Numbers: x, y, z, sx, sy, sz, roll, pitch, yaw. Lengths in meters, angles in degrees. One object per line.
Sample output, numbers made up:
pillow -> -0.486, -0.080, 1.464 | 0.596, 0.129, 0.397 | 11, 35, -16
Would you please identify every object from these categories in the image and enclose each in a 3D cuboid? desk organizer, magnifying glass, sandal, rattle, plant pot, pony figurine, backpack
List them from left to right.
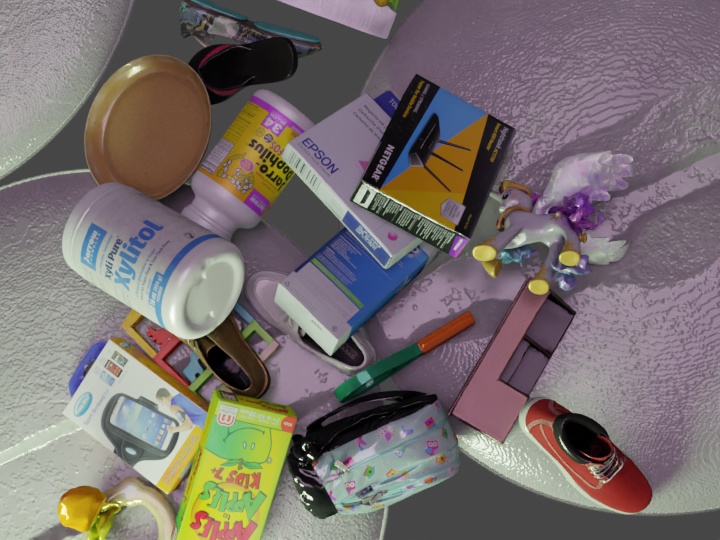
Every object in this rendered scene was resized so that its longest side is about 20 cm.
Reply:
rattle -> -0.269, 0.348, 1.575 | 0.130, 0.143, 0.200 | -29, 73, -18
plant pot -> -0.274, -0.183, 1.684 | 0.200, 0.027, 0.200 | -5, 78, 26
sandal -> -0.167, -0.260, 1.654 | 0.200, 0.045, 0.075 | -8, 98, 40
backpack -> 0.019, 0.224, 1.564 | 0.200, 0.167, 0.127 | -22, 96, -1
magnifying glass -> 0.055, 0.108, 1.614 | 0.200, 0.080, 0.022 | -28, 77, -10
desk organizer -> 0.191, 0.113, 1.595 | 0.077, 0.072, 0.200 | 30, 85, 7
pony figurine -> 0.234, -0.054, 1.563 | 0.193, 0.200, 0.167 | 4, 123, 12

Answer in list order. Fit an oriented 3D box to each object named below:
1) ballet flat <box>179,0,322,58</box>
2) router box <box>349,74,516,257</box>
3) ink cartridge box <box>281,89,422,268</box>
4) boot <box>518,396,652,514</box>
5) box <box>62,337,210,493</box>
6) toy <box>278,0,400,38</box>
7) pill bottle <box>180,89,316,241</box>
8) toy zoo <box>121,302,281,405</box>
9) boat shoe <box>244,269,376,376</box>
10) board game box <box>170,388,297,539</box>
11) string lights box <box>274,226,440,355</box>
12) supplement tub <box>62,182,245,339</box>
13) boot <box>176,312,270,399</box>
ballet flat -> -0.149, -0.306, 1.704 | 0.200, 0.074, 0.074 | 21, 84, 10
router box -> 0.092, -0.131, 1.580 | 0.149, 0.051, 0.200 | 28, 53, -4
ink cartridge box -> 0.037, -0.129, 1.616 | 0.200, 0.043, 0.196 | -37, 78, -30
boot -> 0.287, 0.230, 1.509 | 0.200, 0.144, 0.072 | 40, 83, -14
box -> -0.286, 0.177, 1.639 | 0.200, 0.041, 0.119 | 35, 98, 8
toy -> -0.039, -0.386, 1.708 | 0.200, 0.047, 0.115 | 20, 80, 5
pill bottle -> -0.147, -0.126, 1.649 | 0.104, 0.104, 0.200 | 35, 87, 10
toy zoo -> -0.218, 0.074, 1.667 | 0.200, 0.020, 0.131 | 43, 88, 10
boat shoe -> -0.067, 0.065, 1.630 | 0.200, 0.066, 0.072 | 41, 88, 10
board game box -> -0.156, 0.256, 1.575 | 0.101, 0.048, 0.200 | 15, 97, -17
string lights box -> 0.000, 0.000, 1.602 | 0.103, 0.059, 0.200 | 44, 65, 10
supplement tub -> -0.254, -0.013, 1.578 | 0.200, 0.132, 0.132 | 27, 85, 27
boot -> -0.193, 0.079, 1.615 | 0.074, 0.075, 0.200 | -45, 76, 2
